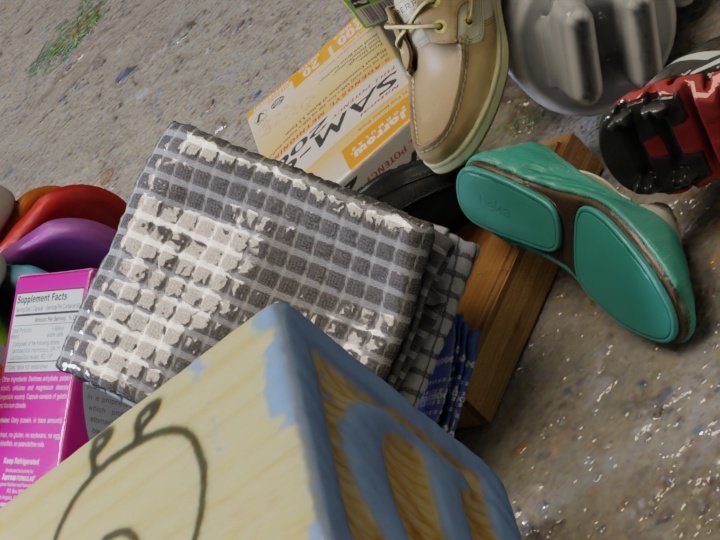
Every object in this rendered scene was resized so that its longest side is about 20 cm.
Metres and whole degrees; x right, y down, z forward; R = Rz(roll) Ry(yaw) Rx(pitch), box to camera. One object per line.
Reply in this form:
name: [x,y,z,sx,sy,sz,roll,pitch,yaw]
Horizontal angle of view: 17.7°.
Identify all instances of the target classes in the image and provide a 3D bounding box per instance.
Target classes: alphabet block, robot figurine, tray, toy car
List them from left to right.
toy car: [-0.223,0.012,1.674,0.150,0.175,0.200,-35,28,17]
alphabet block: [-0.041,0.174,1.137,0.200,0.196,0.196,-38,35,17]
tray: [0.070,0.009,1.409,0.098,0.037,0.201,-14,41,47]
robot figurine: [0.130,-0.170,1.483,0.169,0.114,0.200,-12,26,-9]

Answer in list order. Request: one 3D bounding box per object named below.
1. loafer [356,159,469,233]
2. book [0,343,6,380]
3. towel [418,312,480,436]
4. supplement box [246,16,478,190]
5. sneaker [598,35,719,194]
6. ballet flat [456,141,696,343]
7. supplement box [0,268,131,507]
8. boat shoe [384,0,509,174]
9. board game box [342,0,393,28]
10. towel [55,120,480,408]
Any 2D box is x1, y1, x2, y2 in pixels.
loafer: [0.000,0.000,1.390,0.200,0.068,0.070,-33,50,-18]
book: [-0.243,0.111,1.535,0.048,0.200,0.134,-36,28,17]
towel: [-0.007,0.121,1.330,0.144,0.024,0.201,-8,57,50]
supplement box: [0.000,-0.089,1.602,0.126,0.074,0.200,-41,27,9]
sneaker: [0.233,-0.097,1.275,0.200,0.071,0.098,-9,24,33]
ballet flat: [0.138,-0.025,1.312,0.070,0.068,0.200,-23,37,-28]
supplement box: [-0.166,0.107,1.456,0.103,0.101,0.201,-3,75,54]
boat shoe: [0.048,-0.155,1.408,0.074,0.066,0.201,-26,48,44]
board game box: [0.077,-0.225,1.567,0.199,0.096,0.030,-17,66,14]
towel: [-0.054,0.021,1.296,0.199,0.086,0.166,21,81,22]
